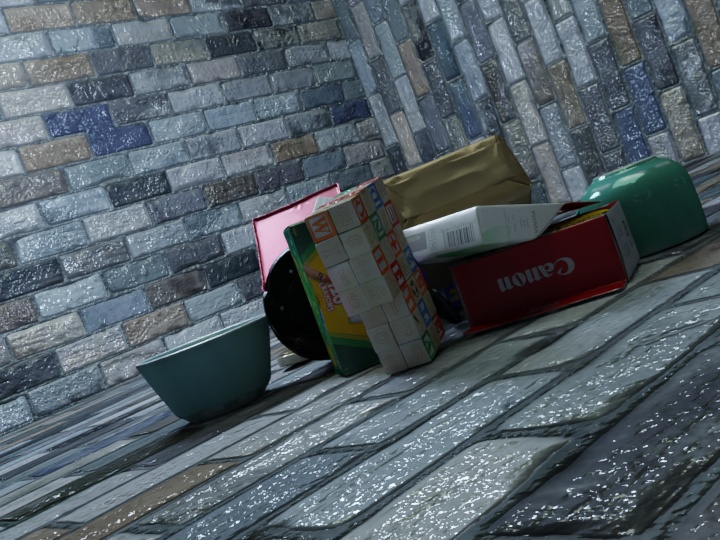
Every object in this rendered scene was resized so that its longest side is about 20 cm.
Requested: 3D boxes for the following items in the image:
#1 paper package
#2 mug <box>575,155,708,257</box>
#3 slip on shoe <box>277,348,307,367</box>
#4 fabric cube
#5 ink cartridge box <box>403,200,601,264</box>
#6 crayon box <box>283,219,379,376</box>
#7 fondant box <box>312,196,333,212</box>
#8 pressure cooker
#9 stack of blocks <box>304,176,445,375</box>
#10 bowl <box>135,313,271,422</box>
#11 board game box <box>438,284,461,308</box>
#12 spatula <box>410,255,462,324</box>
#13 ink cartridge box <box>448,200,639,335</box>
[{"bbox_3d":[0.138,-0.073,1.179,0.189,0.104,0.200,-22,-25,1],"label":"paper package"},{"bbox_3d":[0.362,-0.081,1.145,0.184,0.115,0.152,-20,2,25],"label":"mug"},{"bbox_3d":[-0.077,0.111,1.444,0.076,0.061,0.199,-20,2,41],"label":"slip on shoe"},{"bbox_3d":[-0.079,-0.009,1.665,0.198,0.197,0.200,-21,-40,9],"label":"fabric cube"},{"bbox_3d":[0.169,-0.044,1.016,0.198,0.051,0.160,-3,-7,-32],"label":"ink cartridge box"},{"bbox_3d":[-0.008,0.019,1.081,0.118,0.202,0.058,-21,1,-14],"label":"crayon box"},{"bbox_3d":[0.016,-0.055,1.364,0.198,0.059,0.145,4,38,6],"label":"fondant box"},{"bbox_3d":[-0.034,0.032,1.228,0.174,0.181,0.200,3,3,12],"label":"pressure cooker"},{"bbox_3d":[0.021,0.009,0.932,0.058,0.202,0.115,-20,11,23],"label":"stack of blocks"},{"bbox_3d":[-0.205,0.145,1.194,0.199,0.106,0.201,-22,2,1],"label":"bowl"},{"bbox_3d":[0.180,-0.019,1.345,0.133,0.045,0.200,-18,25,13],"label":"board game box"},{"bbox_3d":[0.082,0.027,1.057,0.056,0.021,0.200,-11,-29,29],"label":"spatula"},{"bbox_3d":[0.218,-0.004,1.008,0.199,0.085,0.175,-20,3,25],"label":"ink cartridge box"}]
